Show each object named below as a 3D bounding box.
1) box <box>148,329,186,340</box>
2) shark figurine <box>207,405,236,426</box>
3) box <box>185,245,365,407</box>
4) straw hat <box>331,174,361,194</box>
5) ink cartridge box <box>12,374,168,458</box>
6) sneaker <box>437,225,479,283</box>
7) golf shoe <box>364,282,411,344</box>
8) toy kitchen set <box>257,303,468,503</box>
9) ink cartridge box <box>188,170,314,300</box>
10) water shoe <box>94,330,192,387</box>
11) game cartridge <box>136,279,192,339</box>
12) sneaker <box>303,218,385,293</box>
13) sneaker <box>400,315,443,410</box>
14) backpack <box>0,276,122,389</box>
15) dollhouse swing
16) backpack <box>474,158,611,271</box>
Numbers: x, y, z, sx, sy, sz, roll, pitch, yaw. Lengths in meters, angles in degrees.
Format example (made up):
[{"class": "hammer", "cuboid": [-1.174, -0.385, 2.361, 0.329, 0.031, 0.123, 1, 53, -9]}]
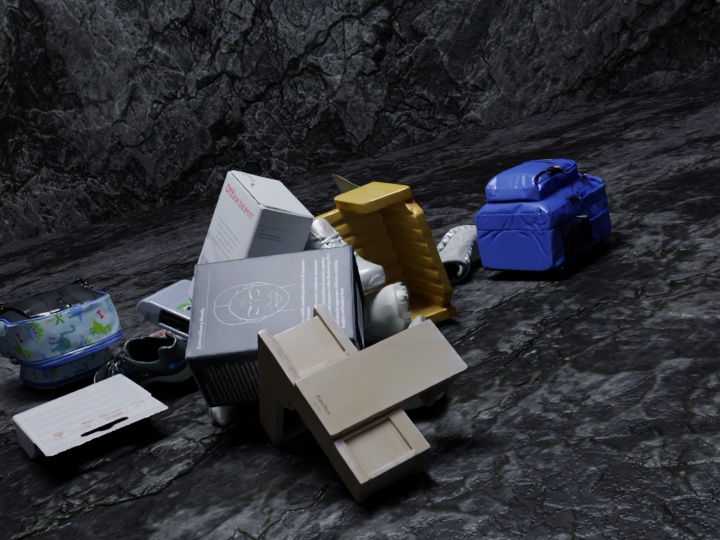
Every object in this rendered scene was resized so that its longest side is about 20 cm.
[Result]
[{"class": "box", "cuboid": [-0.246, 0.113, 1.519, 0.137, 0.039, 0.200, -23, 16, -32]}, {"class": "shark figurine", "cuboid": [-0.140, 0.125, 1.299, 0.214, 0.090, 0.128, -33, 55, -33]}, {"class": "box", "cuboid": [-0.097, 0.068, 1.171, 0.200, 0.107, 0.148, -6, 49, 5]}, {"class": "straw hat", "cuboid": [0.010, -0.063, 1.536, 0.085, 0.201, 0.201, -56, 20, -3]}, {"class": "ink cartridge box", "cuboid": [-0.351, 0.202, 1.266, 0.161, 0.050, 0.200, -21, 19, -28]}, {"class": "sneaker", "cuboid": [0.153, -0.016, 1.590, 0.081, 0.075, 0.200, 16, 33, 40]}, {"class": "golf shoe", "cuboid": [0.003, 0.068, 1.286, 0.097, 0.078, 0.200, -5, -12, -20]}, {"class": "toy kitchen set", "cuboid": [0.010, 0.152, 1.032, 0.163, 0.180, 0.200, -23, 56, -23]}, {"class": "ink cartridge box", "cuboid": [-0.154, -0.019, 1.343, 0.087, 0.200, 0.145, 8, 20, -30]}, {"class": "water shoe", "cuboid": [-0.320, 0.124, 1.398, 0.200, 0.079, 0.072, -15, 43, 30]}, {"class": "game cartridge", "cuboid": [-0.206, 0.072, 1.409, 0.200, 0.040, 0.133, 22, 17, 13]}, {"class": "sneaker", "cuboid": [-0.045, -0.019, 1.311, 0.078, 0.099, 0.200, -11, 14, -41]}, {"class": "sneaker", "cuboid": [0.053, 0.115, 1.161, 0.088, 0.075, 0.200, -32, 6, 15]}, {"class": "backpack", "cuboid": [-0.479, 0.104, 1.565, 0.183, 0.147, 0.200, -21, 11, -29]}, {"class": "dollhouse swing", "cuboid": [0.000, 0.000, 1.390, 0.176, 0.200, 0.182, -26, 16, -17]}, {"class": "backpack", "cuboid": [0.300, -0.092, 1.527, 0.200, 0.168, 0.162, -21, 21, -41]}]
